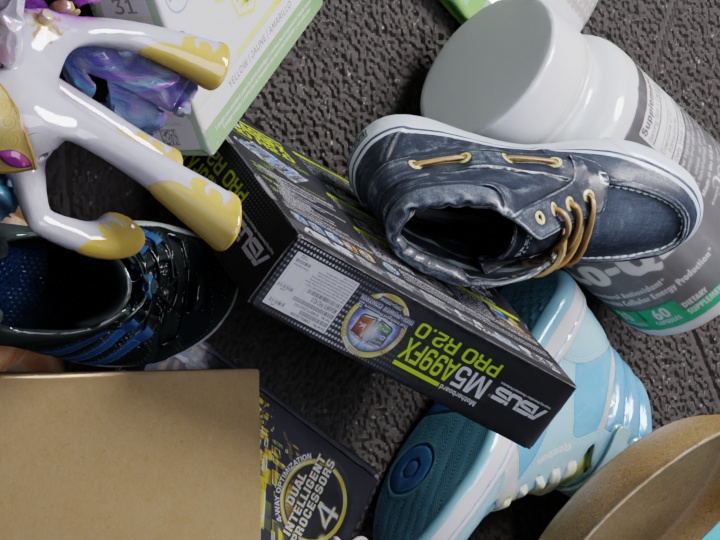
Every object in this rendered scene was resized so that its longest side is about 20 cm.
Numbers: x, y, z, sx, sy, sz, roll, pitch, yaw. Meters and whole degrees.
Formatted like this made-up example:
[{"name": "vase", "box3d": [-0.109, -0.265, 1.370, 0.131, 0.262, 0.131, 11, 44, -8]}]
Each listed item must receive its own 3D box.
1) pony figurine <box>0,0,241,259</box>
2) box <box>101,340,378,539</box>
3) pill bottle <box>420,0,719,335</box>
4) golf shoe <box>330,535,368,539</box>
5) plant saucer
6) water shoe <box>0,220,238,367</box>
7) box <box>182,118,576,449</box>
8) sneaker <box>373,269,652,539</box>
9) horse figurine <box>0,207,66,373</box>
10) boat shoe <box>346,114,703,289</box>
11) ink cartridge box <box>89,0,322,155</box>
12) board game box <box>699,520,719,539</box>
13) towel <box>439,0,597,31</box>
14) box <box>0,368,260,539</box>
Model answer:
[{"name": "pony figurine", "box3d": [-0.154, -0.099, 1.269, 0.200, 0.167, 0.193, 23, 42, -29]}, {"name": "box", "box3d": [-0.095, 0.148, 1.436, 0.161, 0.049, 0.200, 39, 67, -28]}, {"name": "pill bottle", "box3d": [0.131, -0.059, 1.573, 0.200, 0.113, 0.113, 38, 67, -34]}, {"name": "golf shoe", "box3d": [0.016, 0.185, 1.460, 0.200, 0.077, 0.088, 16, 90, -71]}, {"name": "plant saucer", "box3d": [0.157, 0.146, 1.591, 0.200, 0.035, 0.200, -32, 152, -20]}, {"name": "water shoe", "box3d": [-0.123, 0.014, 1.332, 0.200, 0.079, 0.072, 0, 95, -43]}, {"name": "box", "box3d": [0.000, 0.000, 1.443, 0.200, 0.160, 0.044, 29, 104, -36]}, {"name": "sneaker", "box3d": [0.097, 0.112, 1.573, 0.131, 0.079, 0.200, 46, 64, -28]}, {"name": "horse figurine", "box3d": [-0.195, -0.009, 1.354, 0.132, 0.050, 0.201, -5, 94, -37]}, {"name": "boat shoe", "box3d": [0.094, -0.023, 1.459, 0.200, 0.091, 0.071, 7, 119, -19]}, {"name": "ink cartridge box", "box3d": [-0.090, -0.178, 1.388, 0.146, 0.048, 0.200, -57, 140, -45]}, {"name": "board game box", "box3d": [0.158, 0.243, 1.556, 0.200, 0.047, 0.151, -32, 144, -56]}, {"name": "towel", "box3d": [0.108, -0.219, 1.611, 0.149, 0.031, 0.200, 44, 64, -29]}, {"name": "box", "box3d": [-0.134, 0.129, 1.364, 0.199, 0.021, 0.164, 0, 89, -36]}]
